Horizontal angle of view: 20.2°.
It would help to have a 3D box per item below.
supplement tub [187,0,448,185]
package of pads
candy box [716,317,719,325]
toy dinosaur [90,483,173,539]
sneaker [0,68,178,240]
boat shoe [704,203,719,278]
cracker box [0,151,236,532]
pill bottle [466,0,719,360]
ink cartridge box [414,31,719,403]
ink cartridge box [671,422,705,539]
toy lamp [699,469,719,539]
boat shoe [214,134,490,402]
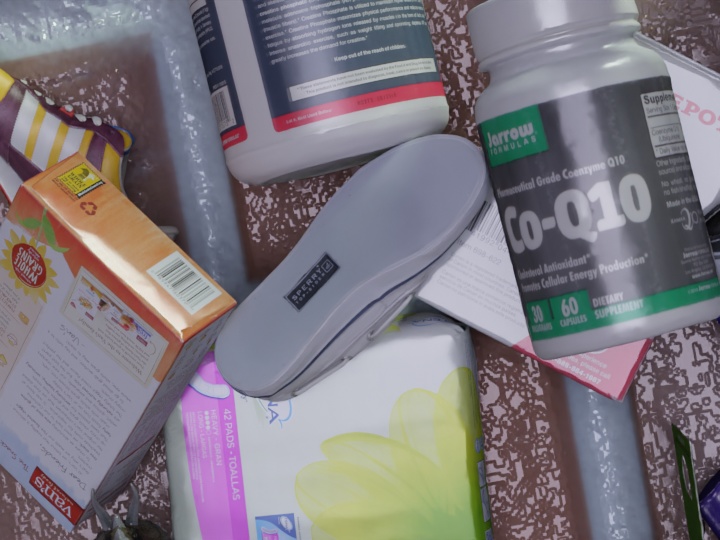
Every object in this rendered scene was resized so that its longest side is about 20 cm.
[{"bbox_3d":[-0.034,-0.161,1.218,0.139,0.140,0.201,-14,90,4],"label":"supplement tub"},{"bbox_3d":[-0.022,0.110,1.257,0.199,0.068,0.156,-5,91,4],"label":"package of pads"},{"bbox_3d":[0.325,0.021,1.198,0.199,0.077,0.169,-34,113,6],"label":"candy box"},{"bbox_3d":[-0.166,0.214,1.261,0.077,0.200,0.103,5,62,-37],"label":"toy dinosaur"},{"bbox_3d":[-0.194,-0.081,1.272,0.090,0.075,0.201,-31,95,-4],"label":"sneaker"},{"bbox_3d":[0.268,-0.065,1.141,0.199,0.070,0.066,-27,116,19],"label":"boat shoe"},{"bbox_3d":[-0.171,0.046,1.213,0.134,0.058,0.200,43,132,10],"label":"cracker box"},{"bbox_3d":[0.128,-0.059,1.137,0.112,0.113,0.201,-15,88,4],"label":"pill bottle"},{"bbox_3d":[0.139,-0.043,1.235,0.145,0.083,0.201,28,93,4],"label":"ink cartridge box"},{"bbox_3d":[0.169,0.199,1.204,0.075,0.148,0.201,-7,89,5],"label":"ink cartridge box"},{"bbox_3d":[0.292,0.195,1.240,0.200,0.058,0.058,42,93,3],"label":"toy lamp"},{"bbox_3d":[0.000,0.000,1.190,0.200,0.065,0.074,-39,64,8],"label":"boat shoe"}]
